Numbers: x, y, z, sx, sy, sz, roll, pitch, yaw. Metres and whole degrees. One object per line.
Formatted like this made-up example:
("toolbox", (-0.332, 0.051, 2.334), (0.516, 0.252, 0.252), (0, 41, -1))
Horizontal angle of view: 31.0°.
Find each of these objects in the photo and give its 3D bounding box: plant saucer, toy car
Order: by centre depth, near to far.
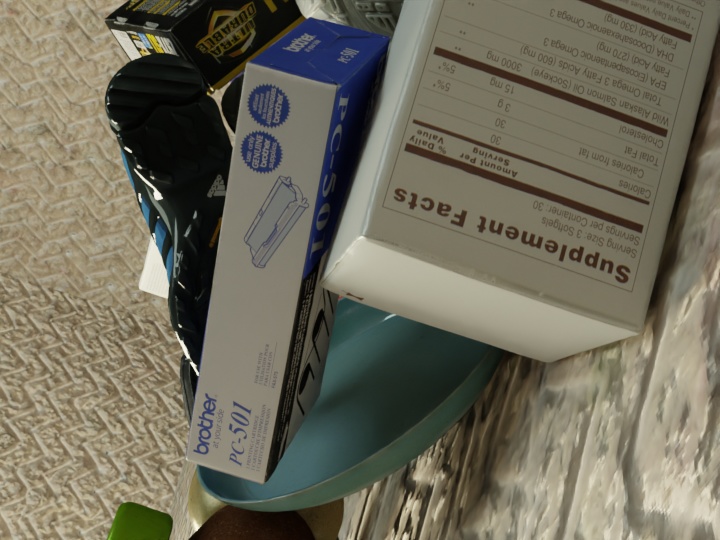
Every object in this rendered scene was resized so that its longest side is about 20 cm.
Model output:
("plant saucer", (0.001, 0.063, 0.701), (0.200, 0.027, 0.200), (-29, 21, 12))
("toy car", (-0.063, 0.157, 0.777), (0.200, 0.164, 0.158), (-79, 10, -51))

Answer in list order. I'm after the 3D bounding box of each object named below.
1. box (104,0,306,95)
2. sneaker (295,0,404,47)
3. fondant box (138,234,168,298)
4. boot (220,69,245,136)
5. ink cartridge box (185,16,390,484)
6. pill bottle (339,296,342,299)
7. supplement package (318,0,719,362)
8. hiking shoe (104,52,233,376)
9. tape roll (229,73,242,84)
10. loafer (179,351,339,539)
("box", (-0.051, -0.192, 0.800), (0.200, 0.049, 0.160), (-40, 23, -11))
("sneaker", (0.063, -0.167, 0.700), (0.099, 0.200, 0.078), (-54, -44, -58))
("fondant box", (-0.072, -0.004, 1.060), (0.144, 0.200, 0.058), (124, 164, -63))
("boot", (0.010, -0.028, 0.721), (0.068, 0.200, 0.131), (-46, -22, -14))
("ink cartridge box", (-0.035, -0.009, 0.610), (0.094, 0.044, 0.200), (-56, -20, -63))
("pill bottle", (0.000, 0.000, 0.879), (0.200, 0.112, 0.112), (117, 169, -47))
("supplement package", (0.070, -0.076, 0.550), (0.117, 0.117, 0.200), (138, 149, -76))
("hiking shoe", (-0.081, -0.024, 0.718), (0.087, 0.074, 0.200), (-138, 31, -78))
("tape roll", (0.007, -0.165, 0.953), (0.200, 0.085, 0.200), (-34, 14, 10))
("loafer", (-0.063, 0.134, 0.873), (0.201, 0.068, 0.070), (64, 164, 9))
